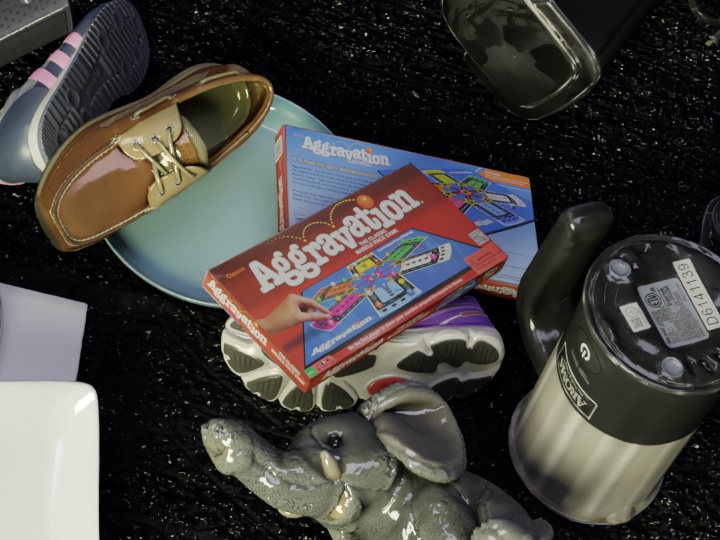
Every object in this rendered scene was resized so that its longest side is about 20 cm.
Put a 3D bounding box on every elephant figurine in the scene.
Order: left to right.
[{"bbox_3d":[0.015,0.138,1.133,0.141,0.155,0.200,-42,82,-9],"label":"elephant figurine"}]

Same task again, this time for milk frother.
[{"bbox_3d":[0.215,0.051,1.211,0.199,0.188,0.181,2,57,-12],"label":"milk frother"}]

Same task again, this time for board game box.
[{"bbox_3d":[0.000,0.000,1.212,0.103,0.019,0.200,44,49,19],"label":"board game box"},{"bbox_3d":[0.035,-0.040,1.302,0.200,0.019,0.103,11,56,-21],"label":"board game box"}]

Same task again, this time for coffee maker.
[{"bbox_3d":[0.188,-0.216,1.420,0.192,0.135,0.200,35,56,10],"label":"coffee maker"}]

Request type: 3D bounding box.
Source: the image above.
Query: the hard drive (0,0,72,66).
[{"bbox_3d":[-0.285,-0.228,1.337,0.135,0.042,0.200,-26,55,4],"label":"hard drive"}]

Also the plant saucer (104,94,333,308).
[{"bbox_3d":[-0.099,-0.051,1.306,0.200,0.027,0.201,6,55,-9],"label":"plant saucer"}]

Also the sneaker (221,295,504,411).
[{"bbox_3d":[-0.002,0.046,1.248,0.200,0.081,0.084,3,38,-19],"label":"sneaker"}]

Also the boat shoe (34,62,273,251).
[{"bbox_3d":[-0.139,-0.087,1.244,0.200,0.074,0.076,-44,116,-33],"label":"boat shoe"}]

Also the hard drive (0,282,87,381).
[{"bbox_3d":[-0.284,0.058,1.162,0.200,0.026,0.132,15,56,-18],"label":"hard drive"}]

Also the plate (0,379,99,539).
[{"bbox_3d":[-0.244,0.162,1.035,0.200,0.032,0.200,4,79,-36],"label":"plate"}]

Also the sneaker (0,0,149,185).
[{"bbox_3d":[-0.220,-0.133,1.312,0.082,0.070,0.200,-12,30,26],"label":"sneaker"}]

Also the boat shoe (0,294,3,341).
[{"bbox_3d":[-0.274,0.067,1.102,0.074,0.068,0.200,32,53,-5],"label":"boat shoe"}]
